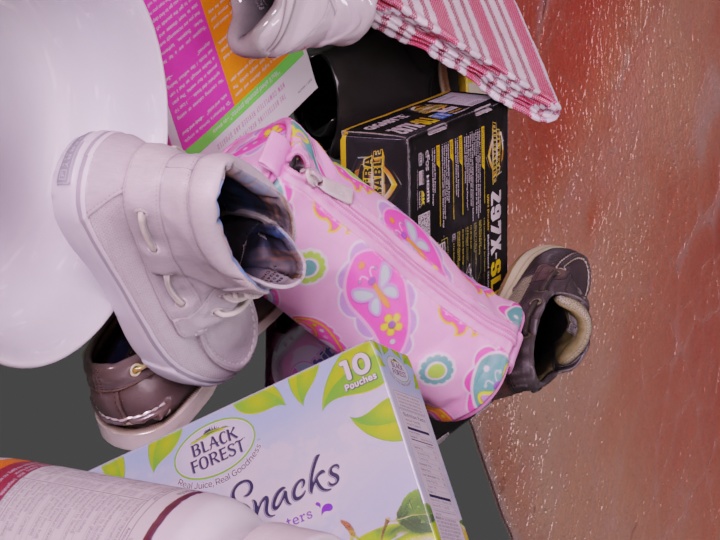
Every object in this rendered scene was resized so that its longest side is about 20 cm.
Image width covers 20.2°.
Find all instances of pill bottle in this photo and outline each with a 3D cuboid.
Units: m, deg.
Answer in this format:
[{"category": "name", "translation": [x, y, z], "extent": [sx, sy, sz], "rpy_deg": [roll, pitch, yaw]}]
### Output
[{"category": "pill bottle", "translation": [-0.108, 0.156, 0.976], "extent": [0.109, 0.199, 0.110], "rpy_deg": [-22, 115, -59]}]

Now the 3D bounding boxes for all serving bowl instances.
[{"category": "serving bowl", "translation": [-0.169, -0.057, 0.956], "extent": [0.200, 0.066, 0.201], "rpy_deg": [8, 90, -66]}]

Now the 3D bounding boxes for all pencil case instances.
[{"category": "pencil case", "translation": [0.000, 0.000, 1.111], "extent": [0.200, 0.087, 0.088], "rpy_deg": [40, 56, -24]}]

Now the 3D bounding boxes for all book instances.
[{"category": "book", "translation": [-0.096, -0.155, 1.106], "extent": [0.134, 0.048, 0.201], "rpy_deg": [-52, 137, -45]}]

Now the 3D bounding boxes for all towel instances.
[{"category": "towel", "translation": [0.042, -0.179, 1.265], "extent": [0.200, 0.030, 0.147], "rpy_deg": [25, 38, -46]}]

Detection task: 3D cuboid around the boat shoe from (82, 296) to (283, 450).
[{"category": "boat shoe", "translation": [-0.088, 0.009, 1.128], "extent": [0.200, 0.072, 0.060], "rpy_deg": [-54, 144, -35]}]

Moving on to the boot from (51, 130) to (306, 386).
[{"category": "boot", "translation": [-0.070, 0.005, 0.996], "extent": [0.200, 0.095, 0.074], "rpy_deg": [56, 48, -56]}]

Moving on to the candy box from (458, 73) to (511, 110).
[{"category": "candy box", "translation": [0.074, -0.210, 1.400], "extent": [0.102, 0.026, 0.201], "rpy_deg": [-9, 92, -65]}]

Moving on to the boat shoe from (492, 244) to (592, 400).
[{"category": "boat shoe", "translation": [0.116, 0.038, 1.283], "extent": [0.200, 0.065, 0.074], "rpy_deg": [-42, 131, -57]}]

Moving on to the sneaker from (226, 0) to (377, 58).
[{"category": "sneaker", "translation": [-0.055, -0.204, 1.065], "extent": [0.099, 0.078, 0.201], "rpy_deg": [-26, 108, -37]}]

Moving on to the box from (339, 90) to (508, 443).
[{"category": "box", "translation": [0.042, 0.001, 1.251], "extent": [0.160, 0.049, 0.201], "rpy_deg": [-30, 122, -62]}]

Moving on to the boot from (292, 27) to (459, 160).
[{"category": "boot", "translation": [0.014, -0.075, 1.317], "extent": [0.138, 0.077, 0.201], "rpy_deg": [-39, 117, -47]}]

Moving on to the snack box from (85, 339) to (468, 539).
[{"category": "snack box", "translation": [-0.048, 0.141, 1.044], "extent": [0.053, 0.199, 0.143], "rpy_deg": [25, 43, -60]}]

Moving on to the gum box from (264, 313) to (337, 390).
[{"category": "gum box", "translation": [-0.007, 0.063, 1.294], "extent": [0.113, 0.066, 0.201], "rpy_deg": [-10, 104, -63]}]
